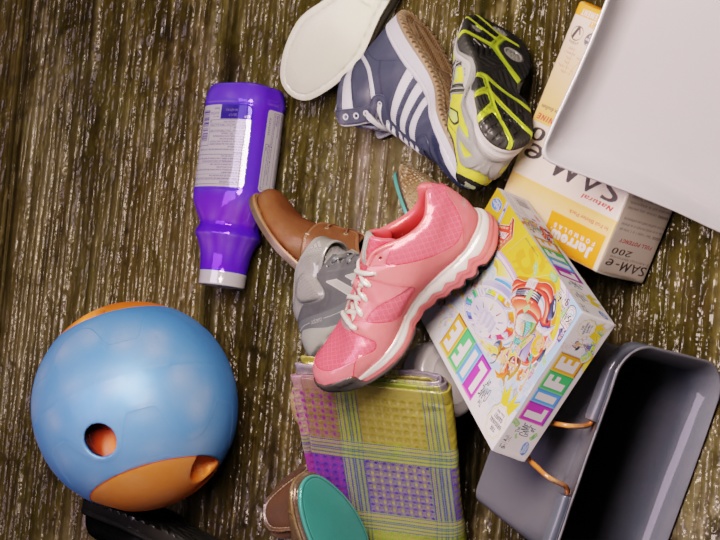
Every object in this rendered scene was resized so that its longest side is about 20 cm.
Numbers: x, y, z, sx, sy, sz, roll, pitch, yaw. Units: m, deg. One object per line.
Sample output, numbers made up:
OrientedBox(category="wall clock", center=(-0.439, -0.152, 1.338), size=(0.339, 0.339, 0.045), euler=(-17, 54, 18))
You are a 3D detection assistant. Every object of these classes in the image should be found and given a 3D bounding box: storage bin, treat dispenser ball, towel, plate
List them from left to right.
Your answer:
OrientedBox(category="treat dispenser ball", center=(-0.217, 0.131, 1.837), size=(0.200, 0.200, 0.203), euler=(-9, 76, 40))
OrientedBox(category="towel", center=(0.020, 0.162, 1.642), size=(0.142, 0.023, 0.201), euler=(4, 125, 19))
OrientedBox(category="storage bin", center=(0.175, 0.141, 1.546), size=(0.134, 0.145, 0.202), euler=(24, 98, 51))
OrientedBox(category="plate", center=(0.264, -0.147, 1.506), size=(0.032, 0.198, 0.201), euler=(-118, 49, -76))

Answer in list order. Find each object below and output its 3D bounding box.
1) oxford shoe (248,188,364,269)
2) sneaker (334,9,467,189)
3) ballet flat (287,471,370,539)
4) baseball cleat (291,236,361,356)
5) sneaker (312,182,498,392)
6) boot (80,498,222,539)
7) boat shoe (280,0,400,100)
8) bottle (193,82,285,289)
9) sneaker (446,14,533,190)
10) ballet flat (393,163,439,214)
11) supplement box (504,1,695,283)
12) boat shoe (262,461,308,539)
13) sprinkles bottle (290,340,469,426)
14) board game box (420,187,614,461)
OrientedBox(category="oxford shoe", center=(-0.028, -0.019, 1.794), size=(0.200, 0.071, 0.071), euler=(45, 107, 25))
OrientedBox(category="sneaker", center=(0.045, -0.131, 1.744), size=(0.108, 0.070, 0.201), euler=(-40, 54, 26))
OrientedBox(category="ballet flat", center=(-0.012, 0.263, 1.676), size=(0.072, 0.200, 0.068), euler=(-21, 23, 53))
OrientedBox(category="baseball cleat", center=(0.000, 0.000, 1.679), size=(0.200, 0.069, 0.107), euler=(-40, 66, 36))
OrientedBox(category="sneaker", center=(0.018, 0.008, 1.559), size=(0.200, 0.087, 0.074), euler=(-48, 29, 3))
OrientedBox(category="boot", center=(-0.216, 0.321, 1.883), size=(0.210, 0.079, 0.159), euler=(20, 95, 41))
OrientedBox(category="boat shoe", center=(-0.005, -0.248, 1.817), size=(0.072, 0.060, 0.202), euler=(38, 110, 8))
OrientedBox(category="bottle", center=(-0.124, -0.083, 1.886), size=(0.083, 0.065, 0.202), euler=(3, 84, 42))
OrientedBox(category="sneaker", center=(0.102, -0.151, 1.656), size=(0.077, 0.075, 0.201), euler=(-55, 16, 35))
OrientedBox(category="ballet flat", center=(0.090, -0.015, 1.692), size=(0.065, 0.070, 0.201), euler=(-28, 73, 24))
OrientedBox(category="supplement box", center=(0.209, -0.107, 1.594), size=(0.126, 0.073, 0.201), euler=(28, 101, 41))
OrientedBox(category="boat shoe", center=(-0.026, 0.191, 1.744), size=(0.202, 0.075, 0.075), euler=(-32, 63, 33))
OrientedBox(category="sprinkles bottle", center=(0.019, 0.108, 1.699), size=(0.199, 0.068, 0.069), euler=(-16, 71, 52))
OrientedBox(category="board game box", center=(0.121, 0.040, 1.529), size=(0.135, 0.034, 0.200), euler=(-60, 28, 19))
